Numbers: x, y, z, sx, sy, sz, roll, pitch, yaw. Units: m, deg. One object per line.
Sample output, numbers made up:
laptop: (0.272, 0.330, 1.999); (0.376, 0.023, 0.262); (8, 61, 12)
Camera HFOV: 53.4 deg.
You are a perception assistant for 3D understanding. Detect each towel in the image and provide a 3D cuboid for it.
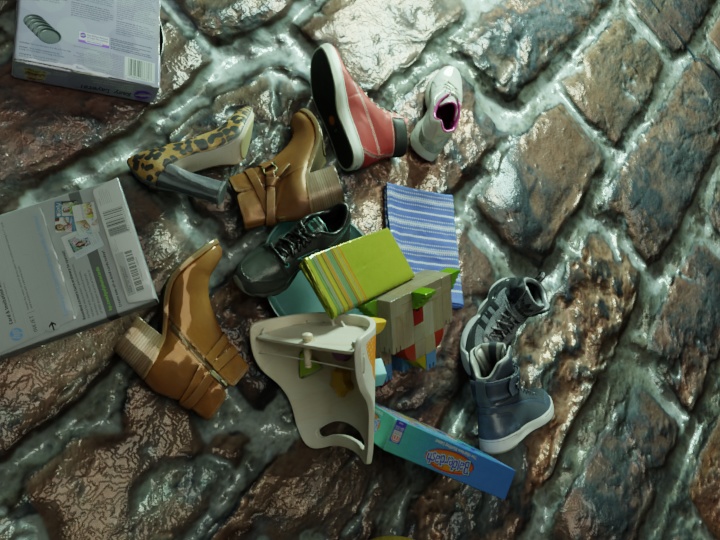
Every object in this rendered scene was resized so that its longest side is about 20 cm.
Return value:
towel: (0.000, 0.000, 0.993); (0.198, 0.018, 0.087); (-23, 83, -50)
towel: (0.104, -0.040, 1.167); (0.141, 0.024, 0.206); (7, 70, -29)

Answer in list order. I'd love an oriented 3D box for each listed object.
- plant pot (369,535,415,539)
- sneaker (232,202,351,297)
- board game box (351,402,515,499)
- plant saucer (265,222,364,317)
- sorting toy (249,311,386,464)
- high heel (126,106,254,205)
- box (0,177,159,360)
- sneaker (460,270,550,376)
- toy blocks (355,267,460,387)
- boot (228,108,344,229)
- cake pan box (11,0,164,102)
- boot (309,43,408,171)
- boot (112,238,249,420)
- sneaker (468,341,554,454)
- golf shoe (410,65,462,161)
plant pot: (0.041, 0.424, 0.892); (0.197, 0.201, 0.144); (26, 37, -19)
sneaker: (-0.089, -0.035, 0.972); (0.198, 0.080, 0.075); (-31, 67, -36)
board game box: (0.092, 0.240, 0.986); (0.197, 0.152, 0.046); (27, 84, -18)
plant saucer: (-0.059, 0.012, 1.048); (0.195, 0.036, 0.206); (11, 68, -27)
sorting toy: (-0.036, 0.155, 0.931); (0.106, 0.197, 0.185); (-15, 104, -47)
high heel: (-0.233, -0.186, 1.010); (0.139, 0.072, 0.203); (16, 50, 0)
box: (-0.357, -0.003, 0.845); (0.196, 0.041, 0.159); (-20, 83, -15)
sneaker: (0.234, 0.079, 1.146); (0.075, 0.113, 0.202); (39, 58, -11)
toy blocks: (0.075, 0.087, 1.056); (0.198, 0.098, 0.141); (-22, 113, -45)
boot: (-0.120, -0.148, 1.055); (0.151, 0.077, 0.204); (-17, 59, -5)
cake pan box: (-0.368, -0.339, 0.985); (0.195, 0.052, 0.190); (3, 73, -28)
boot: (0.004, -0.273, 1.165); (0.142, 0.072, 0.205); (-20, 91, -34)
boot: (-0.201, 0.075, 0.926); (0.154, 0.073, 0.202); (39, 71, -11)
sneaker: (0.233, 0.173, 1.099); (0.200, 0.075, 0.150); (-16, 95, -54)
golf shoe: (0.150, -0.285, 1.238); (0.074, 0.091, 0.204); (27, 61, -17)
